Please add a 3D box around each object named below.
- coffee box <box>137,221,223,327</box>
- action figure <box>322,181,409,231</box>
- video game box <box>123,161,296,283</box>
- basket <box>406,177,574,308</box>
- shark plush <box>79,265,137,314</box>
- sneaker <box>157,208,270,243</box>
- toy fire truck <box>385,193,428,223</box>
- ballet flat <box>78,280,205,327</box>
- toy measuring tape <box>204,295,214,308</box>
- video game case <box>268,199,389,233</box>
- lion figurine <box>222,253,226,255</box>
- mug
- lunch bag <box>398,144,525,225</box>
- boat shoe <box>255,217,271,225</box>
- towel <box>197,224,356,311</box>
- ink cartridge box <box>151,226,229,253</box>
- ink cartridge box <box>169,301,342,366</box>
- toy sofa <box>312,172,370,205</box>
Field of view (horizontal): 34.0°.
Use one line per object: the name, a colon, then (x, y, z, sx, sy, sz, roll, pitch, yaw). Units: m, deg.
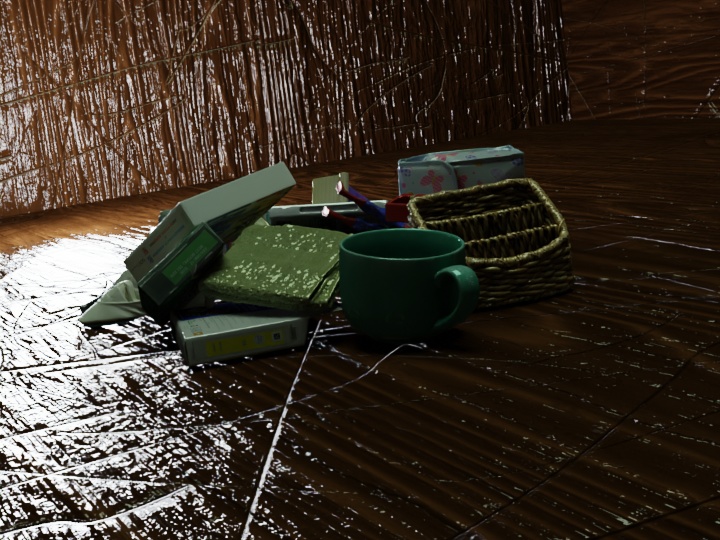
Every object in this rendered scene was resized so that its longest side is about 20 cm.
coffee box: (-0.240, 0.009, 1.583, 0.123, 0.044, 0.200, -45, -2, -15)
action figure: (0.040, -0.071, 1.733, 0.200, 0.065, 0.099, 26, 14, -18)
video game box: (-0.212, -0.067, 1.657, 0.200, 0.047, 0.182, -28, -4, -43)
basket: (0.177, -0.036, 1.572, 0.200, 0.149, 0.143, -9, 11, -16)
shark plush: (-0.330, 0.032, 1.822, 0.200, 0.091, 0.083, -35, -23, -23)
sneaker: (-0.229, -0.080, 1.843, 0.200, 0.078, 0.091, -5, 21, -44)
toy fire truck: (0.127, -0.050, 1.693, 0.200, 0.141, 0.049, -16, 14, -41)
ballet flat: (-0.319, 0.041, 1.724, 0.200, 0.070, 0.069, -5, 11, 12)
toy measuring tape: (-0.119, 0.010, 1.590, 0.074, 0.074, 0.200, 3, 28, 43)
video game case: (-0.043, -0.058, 1.854, 0.182, 0.024, 0.200, -3, -21, 1)
lion figurine: (-0.203, 0.005, 1.876, 0.122, 0.073, 0.200, -19, -2, -11)
mug: (0.052, 0.026, 1.398, 0.152, 0.115, 0.185, -2, 16, -5)
lunch bag: (0.163, -0.105, 1.897, 0.200, 0.170, 0.127, -5, 13, -3)
boat shoe: (-0.127, -0.006, 1.755, 0.066, 0.072, 0.201, -35, 47, -7)
towel: (-0.098, -0.004, 1.506, 0.200, 0.037, 0.148, 6, 40, 30)
ink cartridge box: (-0.311, -0.046, 2.157, 0.136, 0.076, 0.200, -8, 12, -8)
ink cartridge box: (-0.136, 0.069, 1.511, 0.200, 0.047, 0.198, -7, 8, -13)
toy sofa: (0.005, -0.091, 1.941, 0.097, 0.083, 0.200, -7, -18, 24)
